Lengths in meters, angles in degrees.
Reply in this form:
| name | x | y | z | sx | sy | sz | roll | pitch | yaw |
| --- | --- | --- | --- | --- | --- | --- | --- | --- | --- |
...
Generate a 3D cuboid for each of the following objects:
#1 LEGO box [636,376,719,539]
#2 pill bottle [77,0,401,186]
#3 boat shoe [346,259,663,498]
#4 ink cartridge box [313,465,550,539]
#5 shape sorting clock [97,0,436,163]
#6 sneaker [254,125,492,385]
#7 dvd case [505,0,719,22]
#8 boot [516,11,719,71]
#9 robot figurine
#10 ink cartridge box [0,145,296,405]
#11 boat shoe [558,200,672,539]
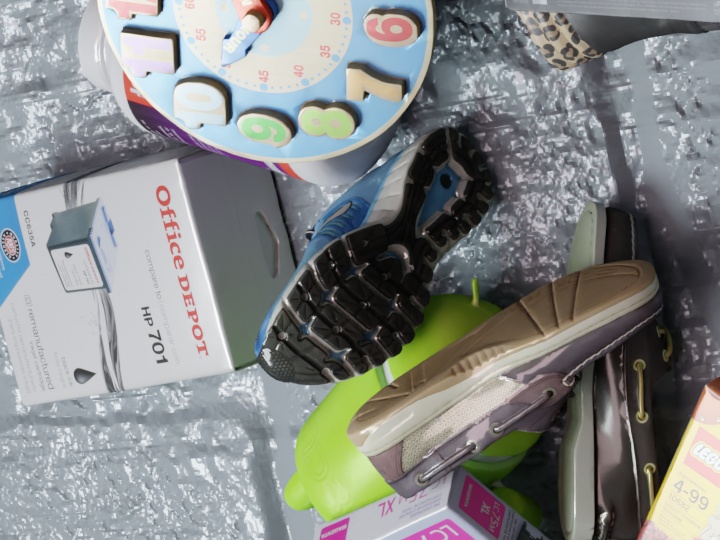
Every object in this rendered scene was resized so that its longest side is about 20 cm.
| name | x | y | z | sx | sy | sz | roll | pitch | yaw |
| --- | --- | --- | --- | --- | --- | --- | --- | --- | --- |
| LEGO box | 0.266 | 0.166 | 1.528 | 0.200 | 0.077 | 0.149 | 34 | 122 | 26 |
| pill bottle | -0.077 | -0.127 | 1.687 | 0.200 | 0.112 | 0.113 | 18 | 113 | 33 |
| boat shoe | 0.089 | 0.063 | 1.546 | 0.200 | 0.072 | 0.065 | -30 | 107 | 10 |
| ink cartridge box | 0.079 | 0.202 | 1.638 | 0.119 | 0.042 | 0.200 | -28 | 125 | 37 |
| shape sorting clock | -0.055 | -0.148 | 1.544 | 0.200 | 0.039 | 0.200 | 10 | 125 | 15 |
| sneaker | 0.000 | 0.000 | 1.629 | 0.078 | 0.200 | 0.090 | 52 | 145 | -15 |
| dvd case | 0.136 | -0.235 | 1.454 | 0.150 | 0.025 | 0.200 | 9 | 109 | 40 |
| boot | 0.142 | -0.215 | 1.521 | 0.150 | 0.073 | 0.200 | -18 | 97 | 40 |
| robot figurine | 0.038 | 0.096 | 1.660 | 0.176 | 0.116 | 0.200 | 53 | 128 | 19 |
| ink cartridge box | -0.147 | 0.001 | 1.798 | 0.200 | 0.086 | 0.147 | -11 | 96 | 41 |
| boat shoe | 0.152 | 0.060 | 1.599 | 0.060 | 0.072 | 0.201 | 2 | 94 | -6 |
